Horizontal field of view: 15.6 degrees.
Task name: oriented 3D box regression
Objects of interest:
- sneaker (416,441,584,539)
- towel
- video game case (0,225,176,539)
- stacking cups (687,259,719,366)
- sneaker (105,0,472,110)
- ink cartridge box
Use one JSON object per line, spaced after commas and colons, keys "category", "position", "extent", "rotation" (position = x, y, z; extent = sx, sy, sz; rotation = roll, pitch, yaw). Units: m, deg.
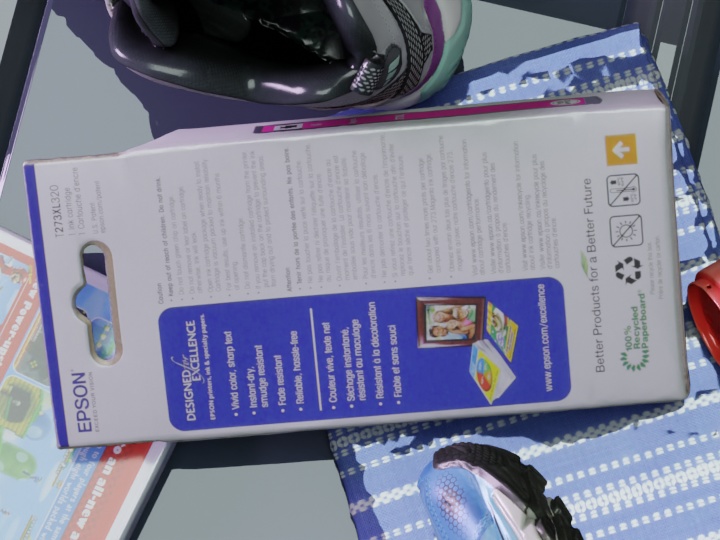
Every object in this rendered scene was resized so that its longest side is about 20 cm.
{"category": "sneaker", "position": [0.034, 0.150, 0.761], "extent": [0.090, 0.078, 0.200], "rotation": [-7, 96, 6]}
{"category": "towel", "position": [0.057, 0.031, 0.856], "extent": [0.145, 0.024, 0.200], "rotation": [-18, 78, -1]}
{"category": "video game case", "position": [-0.164, 0.042, 0.854], "extent": [0.200, 0.017, 0.143], "rotation": [25, 80, 5]}
{"category": "stacking cups", "position": [0.200, -0.023, 0.833], "extent": [0.200, 0.061, 0.061], "rotation": [-30, 81, -11]}
{"category": "sneaker", "position": [-0.068, -0.108, 0.810], "extent": [0.200, 0.140, 0.078], "rotation": [24, 106, 12]}
{"category": "ink cartridge box", "position": [0.000, 0.000, 0.820], "extent": [0.200, 0.037, 0.095], "rotation": [-5, 103, 1]}
